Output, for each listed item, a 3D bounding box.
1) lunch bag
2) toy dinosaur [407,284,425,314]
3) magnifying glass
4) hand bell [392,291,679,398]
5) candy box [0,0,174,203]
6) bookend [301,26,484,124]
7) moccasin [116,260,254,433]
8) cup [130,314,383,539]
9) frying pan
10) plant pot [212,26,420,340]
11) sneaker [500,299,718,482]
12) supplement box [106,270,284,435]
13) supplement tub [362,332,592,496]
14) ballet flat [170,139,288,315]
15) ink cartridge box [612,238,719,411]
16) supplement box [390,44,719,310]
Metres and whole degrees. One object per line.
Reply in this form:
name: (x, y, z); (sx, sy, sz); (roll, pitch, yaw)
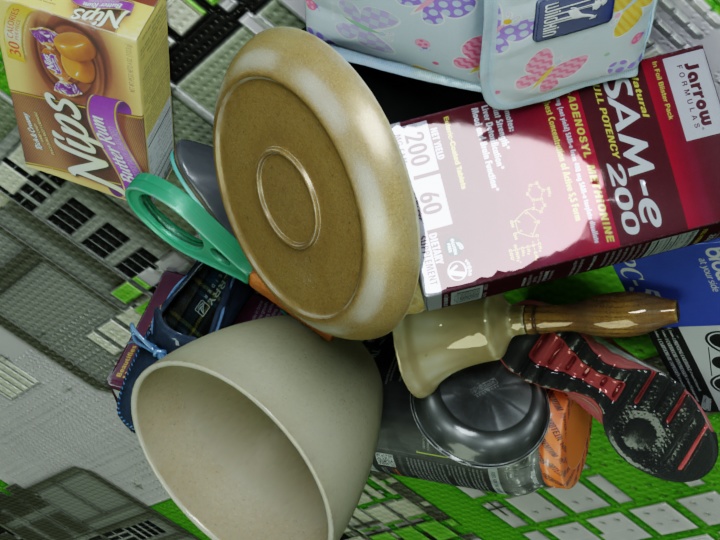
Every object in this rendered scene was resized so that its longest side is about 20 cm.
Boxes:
lunch bag: (0.070, -0.182, 0.732); (0.197, 0.128, 0.170); (15, 153, 7)
toy dinosaur: (0.000, 0.000, 0.922); (0.101, 0.059, 0.199); (40, 146, -23)
magnifying glass: (-0.099, -0.009, 1.038); (0.199, 0.022, 0.080); (33, 158, 8)
hand bell: (0.132, 0.035, 0.981); (0.197, 0.105, 0.105); (-6, 139, 22)
candy box: (-0.207, -0.141, 1.028); (0.115, 0.057, 0.201); (18, 146, 6)
bookend: (-0.016, -0.086, 0.953); (0.199, 0.093, 0.199); (-15, 129, 46)
moccasin: (-0.155, 0.047, 1.144); (0.080, 0.202, 0.068); (29, -175, 16)
cup: (-0.062, 0.115, 1.068); (0.199, 0.143, 0.202); (24, 136, 26)
frying pan: (0.090, 0.071, 1.083); (0.113, 0.192, 0.031); (-3, 145, -11)
plant pot: (-0.037, -0.047, 0.828); (0.199, 0.027, 0.202); (34, 136, 40)
sneaker: (0.199, 0.083, 1.057); (0.199, 0.087, 0.074); (38, 108, 6)
supplement box: (-0.111, 0.099, 1.240); (0.197, 0.132, 0.104); (15, 148, 15)
supplement tub: (0.091, 0.123, 1.155); (0.197, 0.123, 0.123); (7, 144, 25)
ballet flat: (-0.073, -0.039, 1.089); (0.072, 0.073, 0.201); (-8, 130, 39)
ink cartridge box: (0.259, 0.030, 0.991); (0.093, 0.045, 0.201); (-4, 138, 33)
supplement box: (0.122, -0.054, 0.812); (0.197, 0.110, 0.061); (-15, 169, 1)
